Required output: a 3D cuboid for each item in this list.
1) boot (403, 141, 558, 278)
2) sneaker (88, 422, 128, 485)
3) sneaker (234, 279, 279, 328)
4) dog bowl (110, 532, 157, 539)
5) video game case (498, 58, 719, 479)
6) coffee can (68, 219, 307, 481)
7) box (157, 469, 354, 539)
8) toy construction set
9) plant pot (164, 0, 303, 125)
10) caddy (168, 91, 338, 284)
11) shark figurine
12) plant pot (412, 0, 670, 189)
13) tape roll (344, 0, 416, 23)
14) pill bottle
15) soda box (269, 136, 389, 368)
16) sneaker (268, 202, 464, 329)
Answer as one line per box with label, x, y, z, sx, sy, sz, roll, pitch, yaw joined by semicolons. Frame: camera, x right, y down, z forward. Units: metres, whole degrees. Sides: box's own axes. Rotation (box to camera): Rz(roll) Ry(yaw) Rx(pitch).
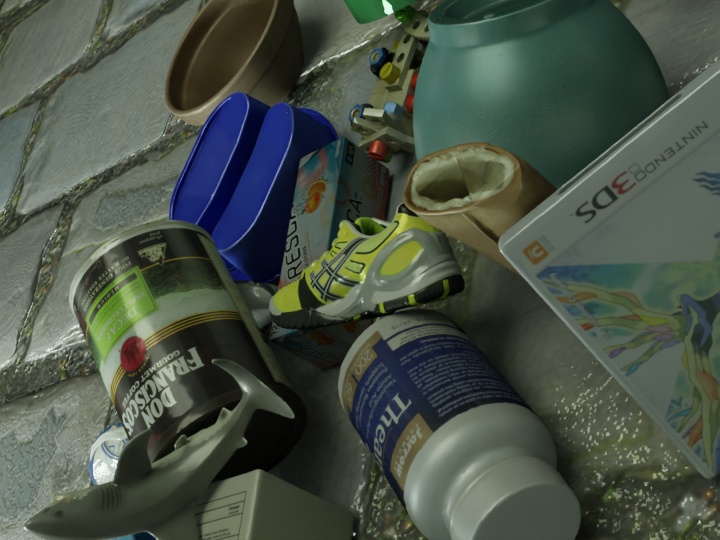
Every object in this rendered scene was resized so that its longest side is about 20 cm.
boot;0.149;-0.012;0.728;0.174;0.199;0.067;-9;56;47
sneaker;-0.199;0.192;1.102;0.199;0.075;0.089;-25;46;38
sneaker;-0.138;0.076;1.138;0.199;0.074;0.088;-36;51;37
dog bowl;-0.181;0.280;0.989;0.049;0.112;0.200;-36;37;4
video game case;0.210;0.001;0.659;0.182;0.200;0.022;-40;12;23
coffee can;-0.153;0.078;1.006;0.146;0.146;0.201;-44;56;17
box;-0.092;0.273;0.878;0.127;0.109;0.202;-23;47;41
toy construction set;0.053;-0.174;1.078;0.130;0.092;0.201;2;54;50
plant pot;-0.131;-0.244;1.342;0.200;0.092;0.203;-31;42;33
caddy;-0.101;-0.082;1.171;0.140;0.105;0.202;19;82;38
shark figurine;-0.128;0.162;0.869;0.213;0.128;0.090;-35;62;4
plant pot;0.122;-0.139;0.842;0.198;0.135;0.201;-17;24;8
tape roll;0.068;-0.316;1.127;0.199;0.048;0.201;-31;18;11
pill bottle;0.067;0.121;0.803;0.111;0.111;0.200;-51;35;8
soda box;-0.026;-0.017;1.057;0.063;0.068;0.202;-21;49;39
sneaker;0.000;0.000;0.902;0.199;0.075;0.077;-17;85;44
